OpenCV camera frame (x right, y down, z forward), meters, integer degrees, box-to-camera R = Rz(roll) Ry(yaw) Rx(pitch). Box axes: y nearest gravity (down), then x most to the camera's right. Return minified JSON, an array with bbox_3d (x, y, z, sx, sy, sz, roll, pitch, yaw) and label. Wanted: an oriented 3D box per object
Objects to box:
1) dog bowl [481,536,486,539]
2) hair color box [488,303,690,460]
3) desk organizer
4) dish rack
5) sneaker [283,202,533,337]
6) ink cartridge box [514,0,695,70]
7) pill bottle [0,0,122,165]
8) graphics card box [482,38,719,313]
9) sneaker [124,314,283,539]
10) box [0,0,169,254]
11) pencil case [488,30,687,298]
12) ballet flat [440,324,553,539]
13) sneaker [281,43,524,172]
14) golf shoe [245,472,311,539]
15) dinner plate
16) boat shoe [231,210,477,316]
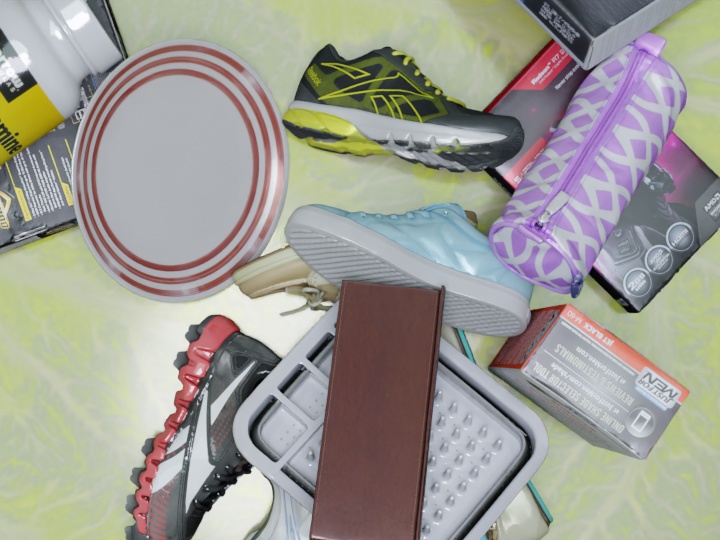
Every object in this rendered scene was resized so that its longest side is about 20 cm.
[{"bbox_3d":[0.056,0.266,1.410,0.111,0.049,0.202,-10,93,-36],"label":"dog bowl"},{"bbox_3d":[0.166,0.081,1.374,0.111,0.200,0.064,36,87,-1],"label":"hair color box"},{"bbox_3d":[0.013,0.112,1.321,0.076,0.072,0.202,6,65,2],"label":"desk organizer"},{"bbox_3d":[0.022,0.129,1.375,0.199,0.044,0.172,38,68,14],"label":"dish rack"},{"bbox_3d":[0.040,-0.018,1.387,0.198,0.074,0.083,23,59,-14],"label":"sneaker"},{"bbox_3d":[0.178,-0.270,1.396,0.199,0.047,0.198,-34,68,-24],"label":"ink cartridge box"},{"bbox_3d":[-0.281,-0.137,1.360,0.199,0.112,0.113,-35,90,-2],"label":"pill bottle"},{"bbox_3d":[0.188,-0.078,1.455,0.125,0.051,0.200,-45,91,-3],"label":"graphics card box"},{"bbox_3d":[-0.113,0.140,1.418,0.097,0.071,0.202,20,87,17],"label":"sneaker"},{"bbox_3d":[-0.253,-0.132,1.441,0.158,0.049,0.202,-20,89,0],"label":"box"},{"bbox_3d":[0.169,-0.078,1.363,0.083,0.086,0.201,21,64,24],"label":"pencil case"},{"bbox_3d":[0.084,0.127,1.437,0.069,0.069,0.202,-25,89,-3],"label":"ballet flat"},{"bbox_3d":[0.034,-0.131,1.415,0.198,0.074,0.085,10,80,22],"label":"sneaker"},{"bbox_3d":[-0.047,0.241,1.437,0.096,0.078,0.202,6,85,18],"label":"golf shoe"},{"bbox_3d":[-0.139,-0.076,1.411,0.199,0.024,0.202,-7,101,-40],"label":"dinner plate"},{"bbox_3d":[0.000,0.000,1.434,0.198,0.073,0.063,-12,90,-4],"label":"boat shoe"}]
